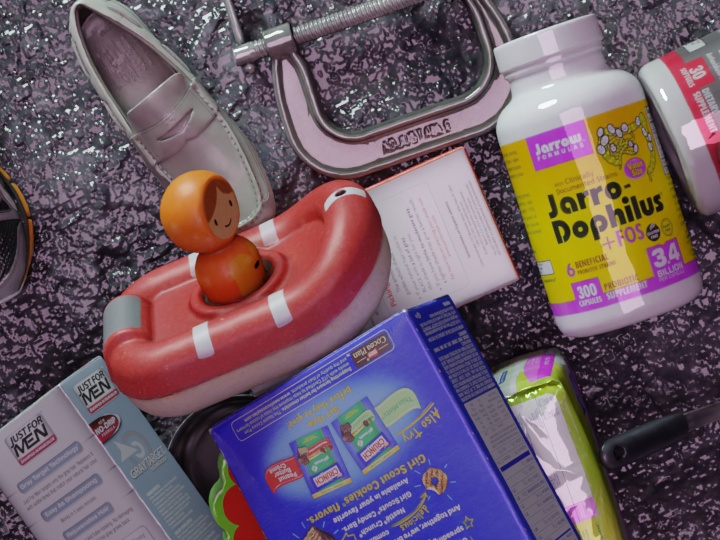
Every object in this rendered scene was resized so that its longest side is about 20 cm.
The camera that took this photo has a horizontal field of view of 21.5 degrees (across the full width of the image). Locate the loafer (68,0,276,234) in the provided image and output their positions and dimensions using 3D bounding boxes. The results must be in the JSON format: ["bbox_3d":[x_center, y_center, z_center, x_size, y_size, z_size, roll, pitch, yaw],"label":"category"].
[{"bbox_3d":[-0.132,-0.103,1.287,0.070,0.070,0.200,-43,78,4],"label":"loafer"}]

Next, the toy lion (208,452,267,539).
[{"bbox_3d":[-0.009,0.180,1.296,0.190,0.069,0.202,3,94,-11],"label":"toy lion"}]

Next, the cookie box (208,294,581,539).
[{"bbox_3d":[0.026,0.145,1.186,0.170,0.075,0.201,-31,83,28],"label":"cookie box"}]

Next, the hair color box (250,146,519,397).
[{"bbox_3d":[0.000,0.000,1.308,0.198,0.061,0.102,-23,92,4],"label":"hair color box"}]

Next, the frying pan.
[{"bbox_3d":[-0.046,0.155,1.332,0.189,0.031,0.116,24,104,-6],"label":"frying pan"}]

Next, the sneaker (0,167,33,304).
[{"bbox_3d":[-0.287,-0.070,1.312,0.078,0.077,0.202,-20,94,3],"label":"sneaker"}]

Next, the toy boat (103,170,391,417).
[{"bbox_3d":[-0.083,-0.006,1.206,0.198,0.131,0.131,-23,119,4],"label":"toy boat"}]

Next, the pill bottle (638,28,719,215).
[{"bbox_3d":[0.295,-0.125,1.259,0.199,0.111,0.112,-25,92,4],"label":"pill bottle"}]

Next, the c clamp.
[{"bbox_3d":[0.008,-0.155,1.315,0.198,0.027,0.173,-13,93,4],"label":"c clamp"}]

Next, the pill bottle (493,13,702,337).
[{"bbox_3d":[0.153,-0.064,1.274,0.103,0.104,0.202,-18,92,4],"label":"pill bottle"}]

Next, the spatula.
[{"bbox_3d":[0.229,0.098,1.263,0.199,0.020,0.057,-17,92,-34],"label":"spatula"}]

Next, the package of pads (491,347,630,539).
[{"bbox_3d":[0.137,0.160,1.262,0.068,0.154,0.202,-19,93,8],"label":"package of pads"}]

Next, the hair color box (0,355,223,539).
[{"bbox_3d":[-0.166,0.172,1.311,0.099,0.061,0.201,-35,92,30],"label":"hair color box"}]
